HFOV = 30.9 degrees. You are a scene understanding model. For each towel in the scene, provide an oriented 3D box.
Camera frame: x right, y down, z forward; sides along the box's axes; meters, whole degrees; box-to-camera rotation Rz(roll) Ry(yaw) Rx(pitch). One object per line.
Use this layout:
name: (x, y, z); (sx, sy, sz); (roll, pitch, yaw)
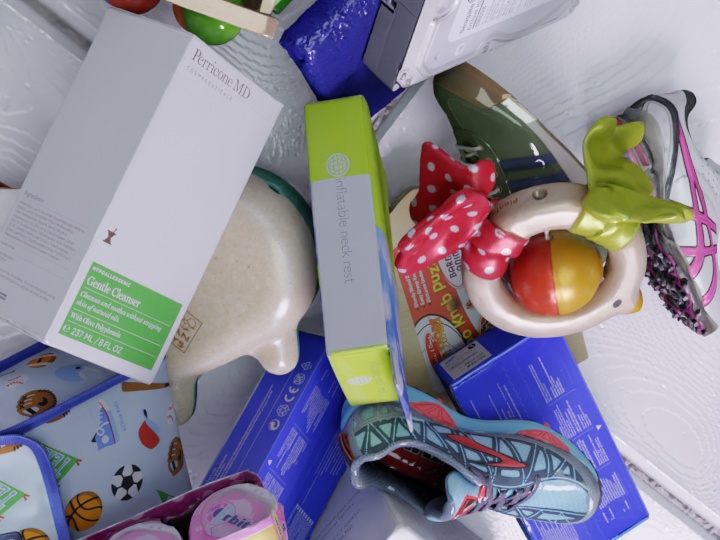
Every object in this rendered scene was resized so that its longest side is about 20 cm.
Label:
towel: (0.034, -0.194, 0.894); (0.200, 0.148, 0.050); (-44, 68, -3)

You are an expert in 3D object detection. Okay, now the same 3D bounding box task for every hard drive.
hard drive: (0.098, -0.208, 0.866); (0.199, 0.038, 0.140); (-27, 152, -37)

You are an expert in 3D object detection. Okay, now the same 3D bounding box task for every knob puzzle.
knob puzzle: (0.064, 0.026, 1.008); (0.217, 0.030, 0.222); (-5, 107, -15)

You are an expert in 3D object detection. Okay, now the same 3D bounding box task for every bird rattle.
bird rattle: (0.124, -0.013, 0.885); (0.198, 0.113, 0.164); (-18, 129, 1)

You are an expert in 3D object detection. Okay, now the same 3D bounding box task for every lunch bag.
lunch bag: (-0.213, 0.152, 0.865); (0.199, 0.123, 0.172); (-26, 117, -39)

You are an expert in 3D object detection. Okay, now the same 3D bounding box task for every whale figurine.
whale figurine: (-0.104, 0.014, 0.931); (0.158, 0.104, 0.201); (35, 117, 4)

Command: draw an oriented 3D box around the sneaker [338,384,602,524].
sneaker: (0.076, 0.152, 0.926); (0.198, 0.096, 0.080); (16, 121, -2)

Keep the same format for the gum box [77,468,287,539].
gum box: (-0.129, 0.218, 0.810); (0.198, 0.066, 0.115); (-21, 115, -14)

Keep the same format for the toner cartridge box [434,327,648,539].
toner cartridge box: (0.143, 0.135, 1.015); (0.094, 0.043, 0.201); (-30, 114, -3)

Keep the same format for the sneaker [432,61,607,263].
sneaker: (0.110, -0.057, 0.944); (0.200, 0.067, 0.090); (40, 86, -25)

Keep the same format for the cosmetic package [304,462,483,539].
cosmetic package: (0.023, 0.267, 0.992); (0.200, 0.166, 0.168); (39, 92, -23)

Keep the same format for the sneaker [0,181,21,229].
sneaker: (-0.268, -0.016, 0.893); (0.198, 0.073, 0.085); (-24, 80, -2)

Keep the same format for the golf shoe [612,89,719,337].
golf shoe: (0.257, -0.043, 1.021); (0.091, 0.073, 0.201); (-28, 111, -8)

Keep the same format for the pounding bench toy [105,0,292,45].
pounding bench toy: (-0.071, -0.222, 0.849); (0.198, 0.124, 0.158); (16, 100, -19)

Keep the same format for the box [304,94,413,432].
box: (0.000, 0.000, 0.882); (0.047, 0.122, 0.202); (-8, 68, 5)

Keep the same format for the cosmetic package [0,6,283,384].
cosmetic package: (-0.144, -0.046, 0.814); (0.107, 0.084, 0.202); (30, 85, -55)

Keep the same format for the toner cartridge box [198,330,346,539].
toner cartridge box: (-0.063, 0.152, 0.937); (0.201, 0.043, 0.095); (-61, 143, -24)
